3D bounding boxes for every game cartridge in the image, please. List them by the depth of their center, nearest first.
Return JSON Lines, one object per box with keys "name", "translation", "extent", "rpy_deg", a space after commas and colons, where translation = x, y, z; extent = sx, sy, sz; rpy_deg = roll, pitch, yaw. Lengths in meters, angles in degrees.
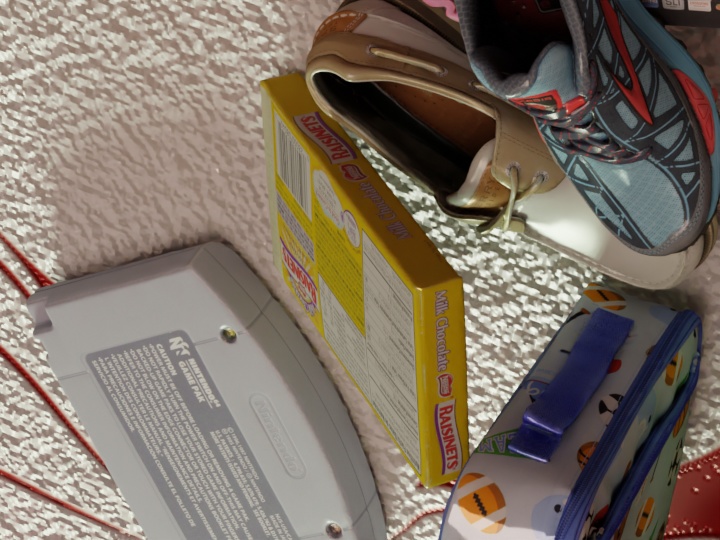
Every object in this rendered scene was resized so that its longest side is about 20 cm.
{"name": "game cartridge", "translation": [-0.070, 0.082, 1.491], "extent": [0.133, 0.041, 0.201], "rpy_deg": [-12, 115, 36]}

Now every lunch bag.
{"name": "lunch bag", "translation": [0.090, 0.105, 1.315], "extent": [0.075, 0.200, 0.161], "rpy_deg": [19, 127, 14]}

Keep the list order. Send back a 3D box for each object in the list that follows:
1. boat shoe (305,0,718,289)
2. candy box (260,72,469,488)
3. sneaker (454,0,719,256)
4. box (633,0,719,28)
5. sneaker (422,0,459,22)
{"name": "boat shoe", "translation": [0.062, -0.048, 1.314], "extent": [0.199, 0.068, 0.075], "rpy_deg": [32, 130, 4]}
{"name": "candy box", "translation": [0.000, 0.000, 1.319], "extent": [0.026, 0.200, 0.103], "rpy_deg": [-15, 124, -15]}
{"name": "sneaker", "translation": [0.077, -0.081, 1.203], "extent": [0.079, 0.096, 0.201], "rpy_deg": [-15, 113, 36]}
{"name": "box", "translation": [0.175, -0.174, 1.183], "extent": [0.199, 0.050, 0.159], "rpy_deg": [7, 125, 24]}
{"name": "sneaker", "translation": [0.034, -0.195, 1.237], "extent": [0.095, 0.079, 0.201], "rpy_deg": [-23, 114, 15]}
